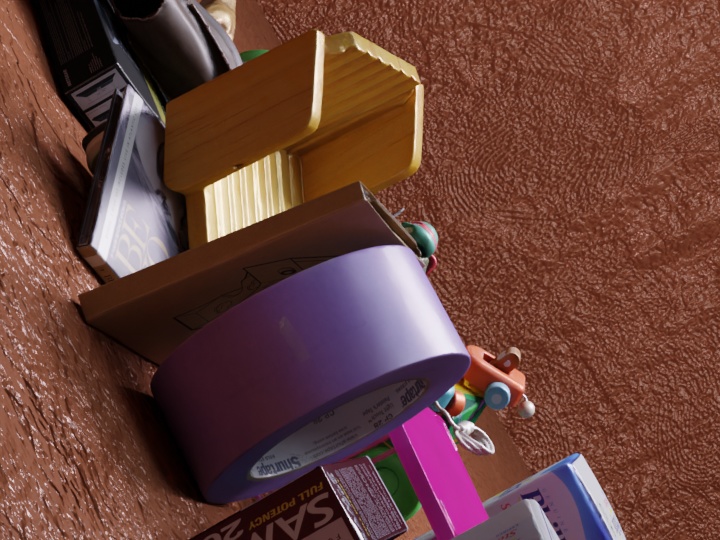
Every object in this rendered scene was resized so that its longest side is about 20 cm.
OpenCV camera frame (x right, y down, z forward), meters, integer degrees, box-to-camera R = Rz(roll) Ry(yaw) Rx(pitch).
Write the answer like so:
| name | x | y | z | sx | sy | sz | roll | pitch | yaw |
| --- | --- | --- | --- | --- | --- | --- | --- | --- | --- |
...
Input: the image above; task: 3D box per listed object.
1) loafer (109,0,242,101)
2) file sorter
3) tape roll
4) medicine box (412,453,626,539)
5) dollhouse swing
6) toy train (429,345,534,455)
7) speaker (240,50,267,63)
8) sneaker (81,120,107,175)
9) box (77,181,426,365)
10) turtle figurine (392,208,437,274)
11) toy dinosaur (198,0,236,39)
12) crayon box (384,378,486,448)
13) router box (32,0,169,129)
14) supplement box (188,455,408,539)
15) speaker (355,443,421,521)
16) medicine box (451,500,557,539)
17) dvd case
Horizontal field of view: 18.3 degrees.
| name | x | y | z | sx | sy | sz | roll | pitch | yaw |
| --- | --- | --- | --- | --- | --- | --- | --- | --- | --- |
| loafer | -0.165 | -0.199 | 1.814 | 0.200 | 0.073 | 0.071 | 55 | 16 | -8 |
| file sorter | 0.013 | 0.182 | 1.691 | 0.139 | 0.125 | 0.200 | 64 | 8 | 20 |
| tape roll | -0.033 | 0.070 | 1.480 | 0.085 | 0.200 | 0.200 | 61 | 6 | 15 |
| medicine box | 0.122 | 0.249 | 1.919 | 0.103 | 0.200 | 0.182 | 61 | 6 | 6 |
| dollhouse swing | -0.032 | -0.048 | 1.658 | 0.200 | 0.181 | 0.176 | 20 | 48 | -65 |
| toy train | 0.088 | 0.082 | 1.897 | 0.150 | 0.056 | 0.200 | 34 | 16 | 2 |
| speaker | -0.091 | -0.086 | 1.900 | 0.088 | 0.088 | 0.201 | 53 | 34 | -49 |
| sneaker | -0.144 | -0.024 | 1.694 | 0.200 | 0.077 | 0.089 | 49 | 25 | -40 |
| box | -0.068 | 0.006 | 1.484 | 0.163 | 0.199 | 0.021 | 43 | 27 | -70 |
| turtle figurine | 0.000 | 0.000 | 1.846 | 0.101 | 0.200 | 0.150 | 37 | -30 | 15 |
| toy dinosaur | -0.131 | -0.218 | 1.935 | 0.060 | 0.106 | 0.201 | 89 | 15 | -59 |
| crayon box | 0.005 | 0.082 | 1.947 | 0.200 | 0.058 | 0.119 | 36 | 16 | 12 |
| router box | -0.206 | -0.168 | 1.854 | 0.157 | 0.052 | 0.200 | 55 | 8 | -45 |
| supplement box | -0.040 | 0.168 | 1.392 | 0.061 | 0.109 | 0.200 | 60 | 5 | 6 |
| speaker | 0.021 | 0.168 | 2.013 | 0.089 | 0.088 | 0.200 | 59 | 6 | -8 |
| medicine box | 0.088 | 0.287 | 1.470 | 0.200 | 0.182 | 0.103 | 59 | 5 | -13 |
| dvd case | -0.134 | -0.015 | 1.615 | 0.200 | 0.016 | 0.149 | 53 | 34 | -42 |
